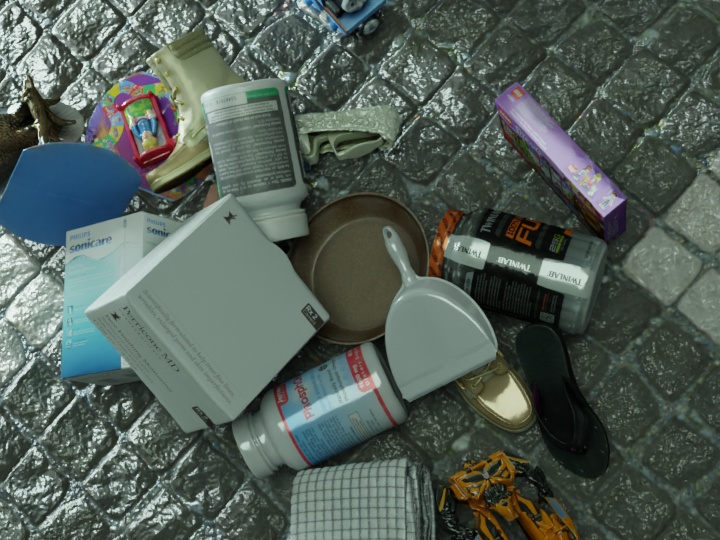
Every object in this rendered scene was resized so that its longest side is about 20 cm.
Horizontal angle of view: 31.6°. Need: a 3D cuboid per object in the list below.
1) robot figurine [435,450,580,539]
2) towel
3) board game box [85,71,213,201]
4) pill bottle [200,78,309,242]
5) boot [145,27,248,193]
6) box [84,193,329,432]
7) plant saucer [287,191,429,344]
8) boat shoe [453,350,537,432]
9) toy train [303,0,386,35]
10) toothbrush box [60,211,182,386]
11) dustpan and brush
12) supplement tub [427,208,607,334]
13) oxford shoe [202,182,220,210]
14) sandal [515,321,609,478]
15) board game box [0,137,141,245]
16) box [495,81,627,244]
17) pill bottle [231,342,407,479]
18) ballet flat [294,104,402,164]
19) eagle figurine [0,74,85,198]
[{"bbox_3d":[0.178,0.296,1.486,0.145,0.058,0.200,-26,56,-16],"label":"robot figurine"},{"bbox_3d":[0.007,0.330,1.507,0.165,0.086,0.200,-10,73,25],"label":"towel"},{"bbox_3d":[-0.286,-0.191,1.733,0.200,0.039,0.158,21,81,15],"label":"board game box"},{"bbox_3d":[-0.129,-0.134,1.606,0.113,0.113,0.200,-10,93,9],"label":"pill bottle"},{"bbox_3d":[-0.237,-0.211,1.675,0.200,0.073,0.155,-42,95,-16],"label":"boot"},{"bbox_3d":[-0.182,0.053,1.530,0.199,0.131,0.200,51,55,-12],"label":"box"},{"bbox_3d":[0.000,0.000,1.616,0.200,0.037,0.201,-7,72,23],"label":"plant saucer"},{"bbox_3d":[0.138,0.116,1.558,0.074,0.069,0.200,-43,72,-1],"label":"boat shoe"},{"bbox_3d":[-0.049,-0.400,1.700,0.087,0.114,0.200,-40,72,0],"label":"toy train"},{"bbox_3d":[-0.303,0.039,1.632,0.146,0.085,0.200,-13,73,35],"label":"toothbrush box"},{"bbox_3d":[0.070,0.038,1.529,0.139,0.057,0.200,-29,89,23],"label":"dustpan and brush"},{"bbox_3d":[0.191,-0.004,1.550,0.200,0.123,0.123,16,80,14],"label":"supplement tub"},{"bbox_3d":[-0.178,-0.016,1.655,0.074,0.071,0.200,9,79,8],"label":"oxford shoe"},{"bbox_3d":[0.232,0.161,1.509,0.075,0.048,0.201,-22,95,30],"label":"sandal"},{"bbox_3d":[-0.383,-0.110,1.664,0.158,0.200,0.039,11,48,-28],"label":"board game box"},{"bbox_3d":[0.247,-0.128,1.562,0.039,0.137,0.200,-39,72,-1],"label":"box"},{"bbox_3d":[-0.051,0.177,1.560,0.200,0.109,0.109,-26,73,3],"label":"pill bottle"},{"bbox_3d":[-0.043,-0.173,1.661,0.200,0.072,0.072,-9,75,10],"label":"ballet flat"},{"bbox_3d":[-0.496,-0.180,1.746,0.200,0.151,0.152,-31,25,32],"label":"eagle figurine"}]
